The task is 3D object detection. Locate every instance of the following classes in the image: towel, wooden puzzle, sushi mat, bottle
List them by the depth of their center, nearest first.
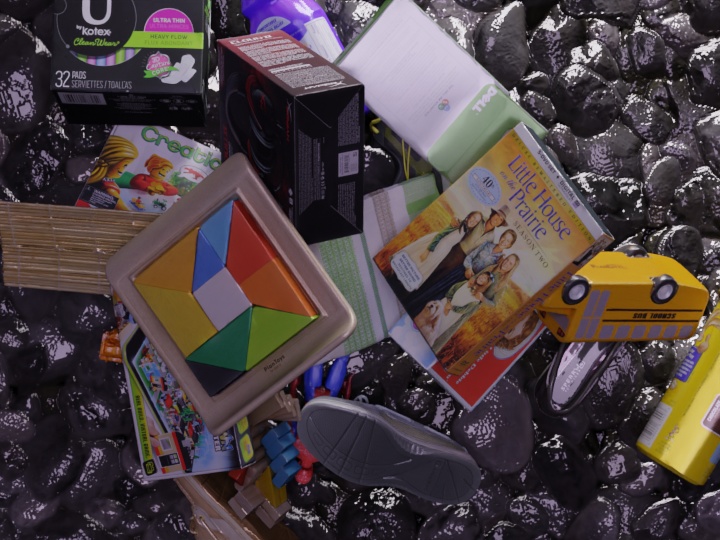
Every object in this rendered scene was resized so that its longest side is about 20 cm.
[{"bbox_3d":[-0.125,0.023,1.428,0.185,0.037,0.201,-37,81,20],"label":"wooden puzzle"},{"bbox_3d":[-0.258,-0.019,1.524,0.198,0.012,0.097,5,116,6],"label":"sushi mat"},{"bbox_3d":[0.000,0.000,1.544,0.198,0.031,0.151,-20,109,-23],"label":"towel"},{"bbox_3d":[-0.067,-0.231,1.570,0.083,0.065,0.201,-26,94,32],"label":"bottle"}]

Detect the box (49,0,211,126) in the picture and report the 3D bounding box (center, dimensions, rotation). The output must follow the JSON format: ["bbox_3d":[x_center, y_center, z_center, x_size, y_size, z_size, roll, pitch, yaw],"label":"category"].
[{"bbox_3d":[-0.220,-0.254,1.524,0.147,0.124,0.202,2,80,-3],"label":"box"}]

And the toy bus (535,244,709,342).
[{"bbox_3d":[0.242,0.024,1.525,0.198,0.065,0.079,0,122,-28],"label":"toy bus"}]

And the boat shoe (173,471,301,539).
[{"bbox_3d":[-0.139,0.252,1.581,0.200,0.074,0.069,47,114,3],"label":"boat shoe"}]

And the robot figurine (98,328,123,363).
[{"bbox_3d":[-0.159,0.058,1.581,0.198,0.058,0.147,9,93,-3],"label":"robot figurine"}]

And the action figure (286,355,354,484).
[{"bbox_3d":[-0.039,0.119,1.588,0.065,0.052,0.202,12,92,-12],"label":"action figure"}]

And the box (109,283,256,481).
[{"bbox_3d":[-0.170,0.093,1.490,0.109,0.035,0.202,-10,91,21],"label":"box"}]

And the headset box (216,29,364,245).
[{"bbox_3d":[-0.072,-0.132,1.484,0.074,0.200,0.150,-12,120,-25],"label":"headset box"}]

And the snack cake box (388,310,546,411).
[{"bbox_3d":[0.135,0.030,1.564,0.200,0.115,0.067,-47,54,-2],"label":"snack cake box"}]

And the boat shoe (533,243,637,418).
[{"bbox_3d":[0.246,0.065,1.604,0.066,0.057,0.201,31,90,-3],"label":"boat shoe"}]

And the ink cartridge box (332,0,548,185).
[{"bbox_3d":[0.075,-0.167,1.519,0.200,0.059,0.104,41,96,-9],"label":"ink cartridge box"}]

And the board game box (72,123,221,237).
[{"bbox_3d":[-0.173,-0.066,1.563,0.198,0.035,0.127,23,61,-4],"label":"board game box"}]

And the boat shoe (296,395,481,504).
[{"bbox_3d":[0.026,0.174,1.569,0.200,0.065,0.075,19,108,-17],"label":"boat shoe"}]

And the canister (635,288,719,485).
[{"bbox_3d":[0.359,0.111,1.567,0.086,0.148,0.201,31,92,14],"label":"canister"}]

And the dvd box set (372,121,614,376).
[{"bbox_3d":[0.121,-0.020,1.467,0.200,0.029,0.147,-41,62,17],"label":"dvd box set"}]

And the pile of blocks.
[{"bbox_3d":[-0.104,0.161,1.520,0.081,0.062,0.202,-4,104,34],"label":"pile of blocks"}]

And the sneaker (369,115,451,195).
[{"bbox_3d":[0.043,-0.162,1.579,0.084,0.074,0.202,-18,92,-2],"label":"sneaker"}]
